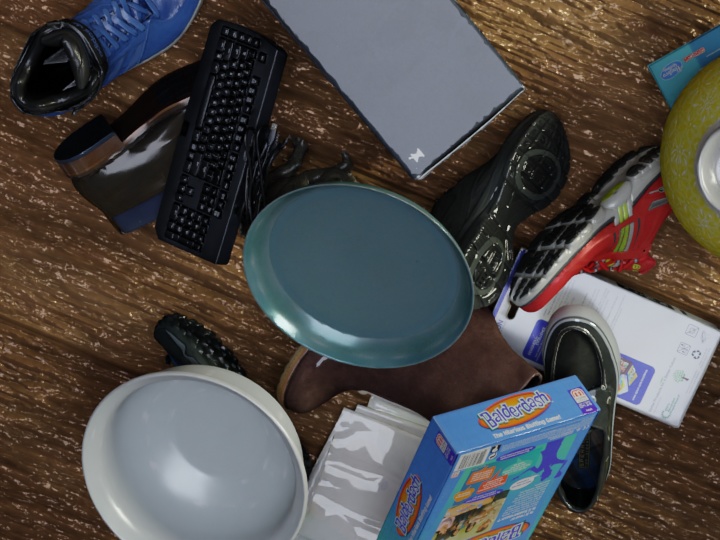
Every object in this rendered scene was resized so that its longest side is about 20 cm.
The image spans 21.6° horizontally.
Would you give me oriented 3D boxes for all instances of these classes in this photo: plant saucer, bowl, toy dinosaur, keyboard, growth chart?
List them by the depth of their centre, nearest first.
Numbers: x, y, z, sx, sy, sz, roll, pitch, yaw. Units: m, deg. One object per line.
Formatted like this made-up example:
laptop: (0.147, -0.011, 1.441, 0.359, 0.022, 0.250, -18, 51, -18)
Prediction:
bowl: (0.329, -0.087, 1.544, 0.200, 0.108, 0.200, 6, 103, 27)
plant saucer: (0.000, 0.000, 1.582, 0.200, 0.027, 0.200, 9, 132, 10)
keyboard: (-0.114, -0.104, 1.591, 0.104, 0.040, 0.200, 21, 104, 20)
bowl: (-0.132, 0.158, 1.626, 0.201, 0.090, 0.201, 6, 114, 13)
toy dinosaur: (-0.056, -0.060, 1.635, 0.102, 0.200, 0.077, -49, 124, -14)
growth chart: (0.015, 0.201, 1.733, 0.145, 0.018, 0.200, 31, 99, -4)

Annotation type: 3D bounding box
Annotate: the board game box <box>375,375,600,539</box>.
board game box: (0.105, 0.184, 1.628, 0.152, 0.045, 0.200, -13, 143, -31)

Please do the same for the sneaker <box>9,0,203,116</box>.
sneaker: (-0.218, -0.201, 1.622, 0.200, 0.111, 0.077, -35, 97, 6)

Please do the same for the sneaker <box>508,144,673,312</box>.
sneaker: (0.218, -0.023, 1.643, 0.200, 0.077, 0.085, -41, 105, -12)

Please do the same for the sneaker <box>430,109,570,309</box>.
sneaker: (0.109, -0.062, 1.648, 0.200, 0.091, 0.076, -56, 129, -18)

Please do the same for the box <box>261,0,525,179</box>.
box: (0.025, -0.195, 1.575, 0.124, 0.197, 0.200, -40, 97, 7)

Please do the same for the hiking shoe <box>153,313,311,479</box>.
hiking shoe: (-0.133, 0.133, 1.697, 0.087, 0.074, 0.200, -36, 94, 13)

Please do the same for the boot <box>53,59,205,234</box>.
boot: (-0.162, -0.114, 1.670, 0.200, 0.075, 0.097, -28, 120, 1)

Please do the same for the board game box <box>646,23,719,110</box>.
board game box: (0.360, -0.125, 1.609, 0.151, 0.047, 0.200, -29, 85, 29)

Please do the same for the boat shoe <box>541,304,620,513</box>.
boat shoe: (0.196, 0.125, 1.663, 0.069, 0.057, 0.200, 0, 122, 11)

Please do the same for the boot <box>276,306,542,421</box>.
boot: (0.039, 0.098, 1.652, 0.200, 0.072, 0.166, -39, 60, 1)

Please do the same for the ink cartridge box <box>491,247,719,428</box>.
ink cartridge box: (0.214, 0.057, 1.694, 0.200, 0.039, 0.100, 24, 100, -4)
